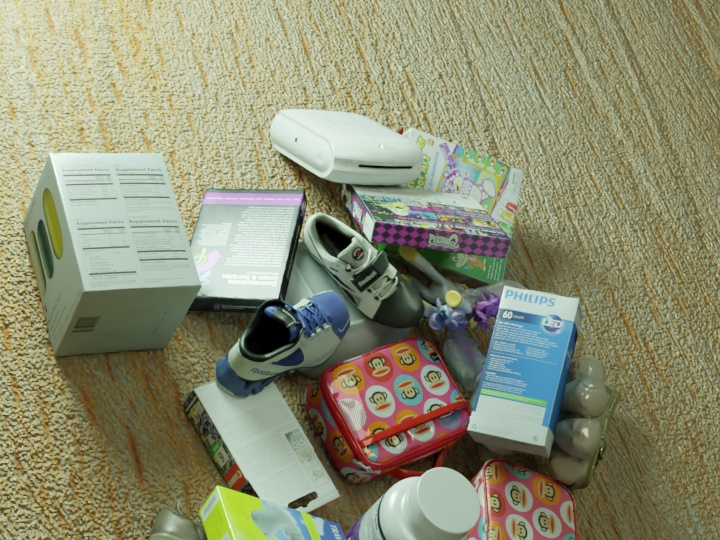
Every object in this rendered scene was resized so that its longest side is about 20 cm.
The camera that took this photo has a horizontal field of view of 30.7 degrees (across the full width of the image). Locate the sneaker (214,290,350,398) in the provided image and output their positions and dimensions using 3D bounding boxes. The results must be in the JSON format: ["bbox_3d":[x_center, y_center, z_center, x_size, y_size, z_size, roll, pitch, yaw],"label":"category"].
[{"bbox_3d":[-0.082,0.078,1.626,0.199,0.115,0.081,-30,74,-35],"label":"sneaker"}]

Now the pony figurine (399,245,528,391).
[{"bbox_3d":[0.141,0.054,1.819,0.193,0.167,0.200,47,11,30],"label":"pony figurine"}]

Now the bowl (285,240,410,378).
[{"bbox_3d":[-0.033,0.033,1.797,0.199,0.075,0.200,-15,64,-38],"label":"bowl"}]

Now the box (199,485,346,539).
[{"bbox_3d":[-0.078,0.323,1.485,0.200,0.048,0.122,23,20,-31],"label":"box"}]

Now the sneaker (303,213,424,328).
[{"bbox_3d":[0.000,0.000,1.717,0.200,0.089,0.074,39,81,8],"label":"sneaker"}]

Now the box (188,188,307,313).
[{"bbox_3d":[-0.157,-0.028,1.751,0.142,0.036,0.200,2,48,11],"label":"box"}]

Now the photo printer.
[{"bbox_3d":[-0.016,-0.176,1.900,0.166,0.070,0.200,-1,21,-32],"label":"photo printer"}]

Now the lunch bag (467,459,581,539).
[{"bbox_3d":[0.216,0.355,1.691,0.176,0.082,0.201,21,48,-16],"label":"lunch bag"}]

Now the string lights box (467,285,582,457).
[{"bbox_3d":[0.213,0.128,1.685,0.102,0.059,0.201,10,71,19],"label":"string lights box"}]

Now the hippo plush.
[{"bbox_3d":[0.232,0.177,1.763,0.160,0.160,0.200,12,25,-5],"label":"hippo plush"}]

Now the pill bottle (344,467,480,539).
[{"bbox_3d":[0.058,0.313,1.550,0.111,0.200,0.112,16,50,-20],"label":"pill bottle"}]

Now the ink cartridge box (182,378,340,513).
[{"bbox_3d":[-0.122,0.222,1.618,0.109,0.050,0.200,-19,69,-38],"label":"ink cartridge box"}]

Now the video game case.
[{"bbox_3d":[0.088,-0.073,1.828,0.199,0.036,0.181,7,20,-18],"label":"video game case"}]

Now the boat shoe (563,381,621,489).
[{"bbox_3d":[0.331,0.233,1.860,0.063,0.073,0.201,26,40,-5],"label":"boat shoe"}]

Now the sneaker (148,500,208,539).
[{"bbox_3d":[-0.144,0.325,1.512,0.199,0.070,0.076,26,47,-12],"label":"sneaker"}]

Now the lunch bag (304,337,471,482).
[{"bbox_3d":[0.042,0.192,1.710,0.200,0.082,0.177,-17,71,-36],"label":"lunch bag"}]

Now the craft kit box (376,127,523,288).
[{"bbox_3d":[0.136,-0.089,1.965,0.197,0.049,0.201,17,69,-14],"label":"craft kit box"}]

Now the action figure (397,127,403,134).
[{"bbox_3d":[0.114,-0.135,2.028,0.200,0.052,0.065,47,44,5],"label":"action figure"}]

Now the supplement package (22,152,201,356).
[{"bbox_3d":[-0.310,-0.021,1.620,0.150,0.152,0.201,-3,58,-31],"label":"supplement package"}]
